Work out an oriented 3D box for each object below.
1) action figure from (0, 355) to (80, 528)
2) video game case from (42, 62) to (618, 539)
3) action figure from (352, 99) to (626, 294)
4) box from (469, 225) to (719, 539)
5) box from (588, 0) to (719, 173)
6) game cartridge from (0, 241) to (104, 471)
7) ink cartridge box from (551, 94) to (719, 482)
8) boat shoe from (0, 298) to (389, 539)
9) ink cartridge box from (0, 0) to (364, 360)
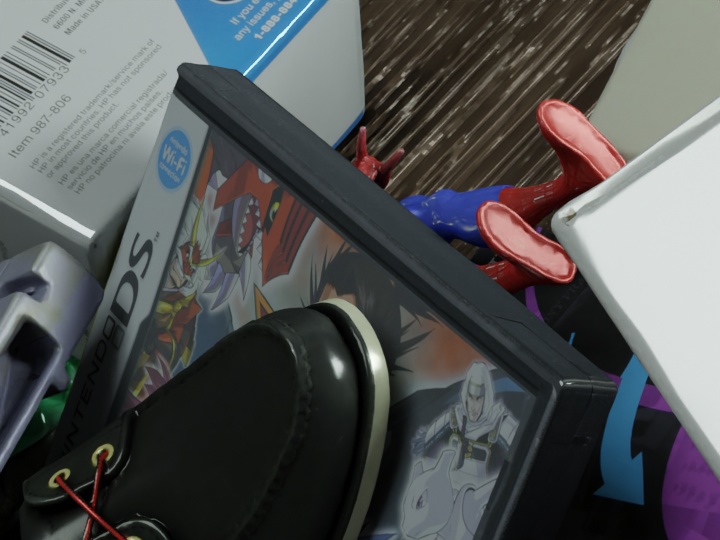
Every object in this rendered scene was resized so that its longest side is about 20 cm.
[{"bbox_3d":[-0.149,0.091,0.864,0.200,0.055,0.118,-41,17,-10],"label":"action figure"},{"bbox_3d":[-0.025,0.063,0.749,0.200,0.025,0.181,41,117,46],"label":"video game case"},{"bbox_3d":[0.000,0.000,0.805,0.200,0.052,0.066,-29,30,55],"label":"action figure"},{"bbox_3d":[0.067,0.074,0.734,0.143,0.036,0.200,-51,39,-10],"label":"box"},{"bbox_3d":[0.165,-0.035,0.725,0.199,0.068,0.082,11,64,43],"label":"box"},{"bbox_3d":[-0.159,0.086,0.766,0.129,0.038,0.200,-25,30,46],"label":"game cartridge"},{"bbox_3d":[0.135,0.048,0.553,0.084,0.200,0.146,-36,65,8],"label":"ink cartridge box"},{"bbox_3d":[-0.062,0.081,0.727,0.201,0.063,0.074,-48,50,34],"label":"boat shoe"},{"bbox_3d":[-0.119,-0.076,0.896,0.199,0.084,0.145,29,60,23],"label":"ink cartridge box"}]
